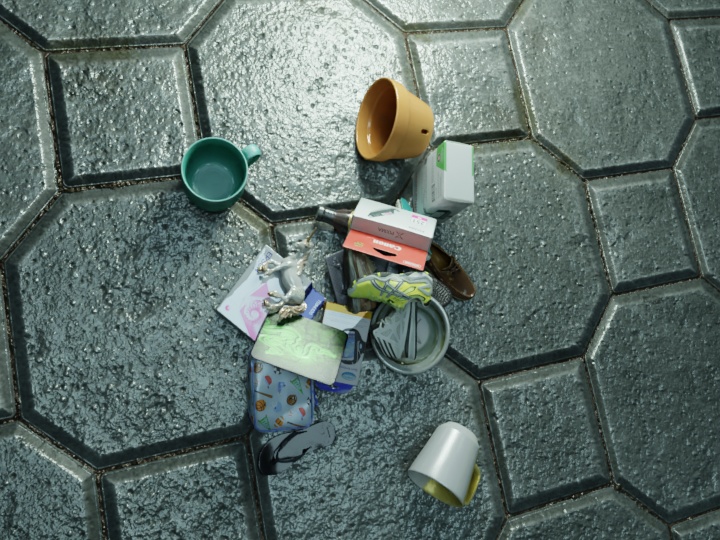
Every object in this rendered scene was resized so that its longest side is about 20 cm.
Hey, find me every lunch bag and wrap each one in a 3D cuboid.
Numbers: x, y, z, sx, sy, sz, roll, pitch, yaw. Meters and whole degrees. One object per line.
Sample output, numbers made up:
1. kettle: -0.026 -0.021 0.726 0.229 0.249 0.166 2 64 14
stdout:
1. lunch bag: -0.177 0.267 1.425 0.156 0.075 0.206 -2 91 -20

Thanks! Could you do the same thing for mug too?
1. mug: -0.328 -0.217 1.468 0.180 0.114 0.157 2 78 -16
2. mug: 0.211 0.459 1.496 0.147 0.188 0.155 21 61 23

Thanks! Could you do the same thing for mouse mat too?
1. mouse mat: -0.133 0.166 1.406 0.195 0.008 0.163 19 43 -1

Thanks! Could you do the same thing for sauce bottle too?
1. sauce bottle: -0.016 -0.113 1.562 0.195 0.066 0.068 16 75 -12

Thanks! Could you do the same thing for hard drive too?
1. hard drive: 0.023 0.000 1.532 0.195 0.042 0.138 -18 84 4

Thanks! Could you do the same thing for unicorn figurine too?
1. unicorn figurine: -0.167 0.009 1.459 0.134 0.073 0.206 -7 94 -29

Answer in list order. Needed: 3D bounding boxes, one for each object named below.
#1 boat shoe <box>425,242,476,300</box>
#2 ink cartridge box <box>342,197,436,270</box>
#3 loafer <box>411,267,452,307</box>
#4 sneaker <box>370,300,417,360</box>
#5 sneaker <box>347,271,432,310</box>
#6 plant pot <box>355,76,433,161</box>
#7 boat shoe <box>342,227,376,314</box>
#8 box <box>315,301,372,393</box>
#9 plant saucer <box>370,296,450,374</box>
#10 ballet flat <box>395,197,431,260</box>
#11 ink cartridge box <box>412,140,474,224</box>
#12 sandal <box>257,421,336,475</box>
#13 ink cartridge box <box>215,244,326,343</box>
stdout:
1. boat shoe: 0.222 0.000 1.604 0.200 0.068 0.072 44 72 -4
2. ink cartridge box: 0.071 -0.089 1.456 0.195 0.044 0.175 16 34 5
3. loafer: 0.143 0.028 1.578 0.073 0.071 0.200 -38 74 -16
4. sneaker: 0.078 0.108 1.478 0.112 0.076 0.207 1 93 4
5. sneaker: 0.068 0.048 1.400 0.194 0.076 0.079 -4 76 -1
6. plant pot: 0.093 -0.369 1.587 0.137 0.199 0.206 7 77 -31
7. boat shoe: 0.000 0.000 1.482 0.070 0.076 0.206 -3 81 -12
8. box: -0.049 0.185 1.495 0.116 0.041 0.206 13 89 -12
9. plant saucer: 0.122 0.149 1.537 0.194 0.050 0.206 0 92 6
10. ballet flat: 0.116 -0.097 1.571 0.070 0.073 0.203 -7 51 -16
11. ink cartridge box: 0.204 -0.214 1.572 0.082 0.200 0.150 5 78 -17
12. sandal: -0.147 0.401 1.436 0.197 0.043 0.078 -25 86 -18
13. ink cartridge box: -0.207 0.079 1.484 0.198 0.043 0.198 37 72 -5
